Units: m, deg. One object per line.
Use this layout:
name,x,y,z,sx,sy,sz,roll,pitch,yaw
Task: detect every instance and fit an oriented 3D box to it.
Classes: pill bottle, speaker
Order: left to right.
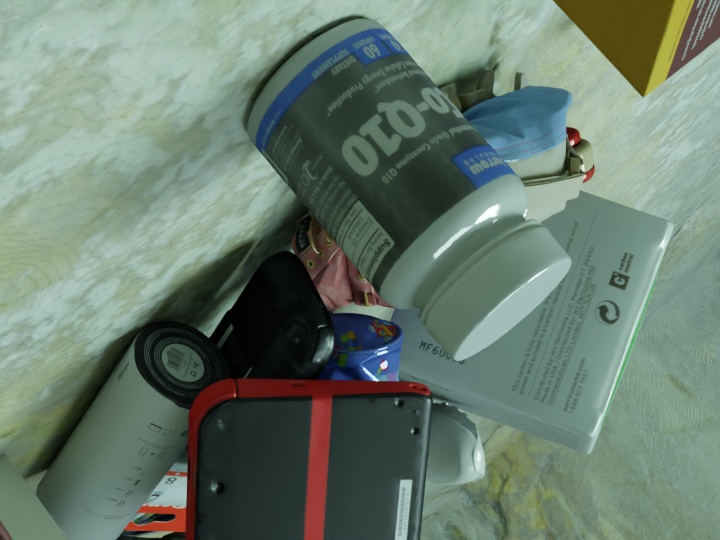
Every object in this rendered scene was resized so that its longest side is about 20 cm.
speaker,-0.179,0.131,1.208,0.081,0.081,0.200,-23,157,-49
pill bottle,0.031,-0.049,0.972,0.114,0.200,0.114,-37,165,-12

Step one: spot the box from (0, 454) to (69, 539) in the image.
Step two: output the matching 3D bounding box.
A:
box,-0.319,0.245,1.132,0.200,0.109,0.128,-30,162,-37

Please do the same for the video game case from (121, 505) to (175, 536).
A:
video game case,-0.133,0.203,1.514,0.200,0.023,0.181,-35,160,30

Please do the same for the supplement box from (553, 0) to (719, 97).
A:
supplement box,0.223,-0.252,0.996,0.200,0.133,0.197,-38,165,-8

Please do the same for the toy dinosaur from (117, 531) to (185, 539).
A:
toy dinosaur,-0.184,0.270,1.518,0.199,0.048,0.088,3,171,-19

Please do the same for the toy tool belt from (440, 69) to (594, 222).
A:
toy tool belt,0.115,-0.101,1.197,0.200,0.124,0.124,-32,120,-45

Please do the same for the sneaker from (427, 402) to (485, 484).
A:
sneaker,0.031,0.156,1.406,0.080,0.077,0.200,-12,-167,-36

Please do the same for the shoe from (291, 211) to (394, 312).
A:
shoe,-0.012,-0.034,1.162,0.090,0.072,0.200,-7,143,11

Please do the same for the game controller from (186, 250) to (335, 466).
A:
game controller,-0.085,0.079,1.191,0.042,0.105,0.200,11,131,-33

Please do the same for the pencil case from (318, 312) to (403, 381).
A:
pencil case,-0.015,0.134,1.208,0.087,0.078,0.201,-8,109,-39

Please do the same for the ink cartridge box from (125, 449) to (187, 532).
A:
ink cartridge box,-0.155,0.202,1.387,0.162,0.050,0.200,8,139,-34

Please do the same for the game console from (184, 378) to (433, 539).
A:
game console,-0.040,0.173,1.156,0.176,0.031,0.201,0,112,-11

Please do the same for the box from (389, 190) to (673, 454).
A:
box,0.145,0.033,1.374,0.171,0.199,0.200,65,46,-77
